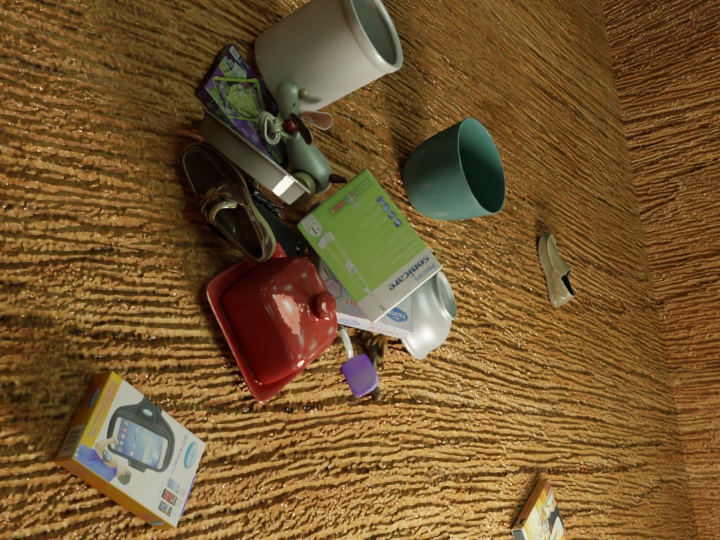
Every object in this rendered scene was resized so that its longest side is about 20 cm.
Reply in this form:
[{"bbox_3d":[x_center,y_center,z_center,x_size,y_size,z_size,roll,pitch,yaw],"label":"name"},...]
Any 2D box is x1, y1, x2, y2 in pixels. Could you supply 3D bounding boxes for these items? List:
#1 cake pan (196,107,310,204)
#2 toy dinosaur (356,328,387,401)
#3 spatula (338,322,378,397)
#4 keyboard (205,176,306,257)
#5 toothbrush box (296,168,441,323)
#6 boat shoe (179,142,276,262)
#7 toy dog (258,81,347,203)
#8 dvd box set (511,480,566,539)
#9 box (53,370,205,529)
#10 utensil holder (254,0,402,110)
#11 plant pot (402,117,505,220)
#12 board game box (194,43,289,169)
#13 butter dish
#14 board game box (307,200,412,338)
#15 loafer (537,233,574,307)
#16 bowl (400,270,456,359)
[{"bbox_3d":[-0.162,-0.164,1.270,0.037,0.200,0.200,-52,134,1],"label":"cake pan"},{"bbox_3d":[0.031,0.135,1.545,0.107,0.060,0.202,77,25,-50],"label":"toy dinosaur"},{"bbox_3d":[-0.027,0.115,1.467,0.056,0.021,0.202,-24,95,-21],"label":"spatula"},{"bbox_3d":[-0.162,-0.071,1.355,0.200,0.039,0.105,39,70,-43],"label":"keyboard"},{"bbox_3d":[0.013,-0.042,1.386,0.201,0.145,0.086,51,3,-4],"label":"toothbrush box"},{"bbox_3d":[-0.194,-0.096,1.231,0.201,0.072,0.072,58,8,-4],"label":"boat shoe"},{"bbox_3d":[-0.078,-0.204,1.403,0.133,0.095,0.201,-70,148,-45],"label":"toy dog"},{"bbox_3d":[0.403,0.586,1.924,0.200,0.029,0.148,-34,106,-56],"label":"dvd box set"},{"bbox_3d":[-0.270,0.230,1.061,0.200,0.041,0.120,46,43,-33],"label":"box"},{"bbox_3d":[-0.055,-0.373,1.446,0.170,0.198,0.172,43,35,-41],"label":"utensil holder"},{"bbox_3d":[0.185,-0.196,1.787,0.200,0.160,0.203,26,57,-49],"label":"plant pot"},{"bbox_3d":[-0.177,-0.253,1.396,0.200,0.032,0.121,51,37,-32],"label":"board game box"},{"bbox_3d":[-0.100,0.064,1.276,0.199,0.147,0.202,-38,110,-52],"label":"butter dish"},{"bbox_3d":[0.000,0.000,1.489,0.198,0.041,0.202,17,61,-31],"label":"board game box"},{"bbox_3d":[0.530,-0.005,2.308,0.076,0.067,0.203,-10,86,-57],"label":"loafer"},{"bbox_3d":[0.123,0.060,1.623,0.202,0.089,0.203,53,27,-41],"label":"bowl"}]
